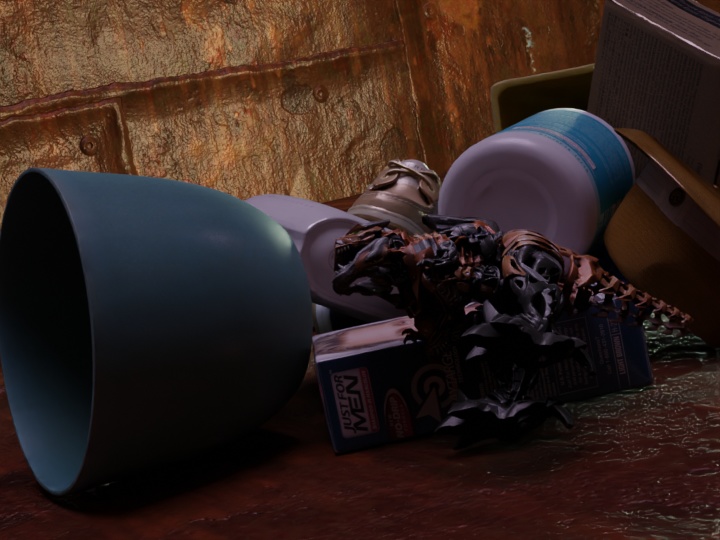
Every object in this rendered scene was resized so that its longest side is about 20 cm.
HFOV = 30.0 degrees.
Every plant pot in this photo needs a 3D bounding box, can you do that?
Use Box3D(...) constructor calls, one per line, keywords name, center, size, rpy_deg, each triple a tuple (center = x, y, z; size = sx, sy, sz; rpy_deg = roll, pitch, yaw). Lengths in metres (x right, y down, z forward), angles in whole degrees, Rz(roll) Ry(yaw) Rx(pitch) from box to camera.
Box3D(name="plant pot", center=(0.280, -0.117, 1.453), size=(0.195, 0.195, 0.200), rpy_deg=(-7, -1, 34))
Box3D(name="plant pot", center=(-0.127, 0.031, 0.862), size=(0.161, 0.201, 0.200), rpy_deg=(-5, 3, -29))

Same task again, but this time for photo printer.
Box3D(name="photo printer", center=(0.000, 0.000, 1.000), size=(0.200, 0.070, 0.166), rpy_deg=(20, -2, -26))

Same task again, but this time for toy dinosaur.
Box3D(name="toy dinosaur", center=(0.085, 0.015, 0.764), size=(0.200, 0.102, 0.136), rpy_deg=(-8, 43, 12))

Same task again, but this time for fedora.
Box3D(name="fedora", center=(0.226, -0.011, 0.901), size=(0.082, 0.201, 0.201), rpy_deg=(-50, -3, 14))

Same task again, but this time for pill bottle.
Box3D(name="pill bottle", center=(0.139, -0.059, 0.993), size=(0.111, 0.111, 0.200), rpy_deg=(-8, 11, 26))

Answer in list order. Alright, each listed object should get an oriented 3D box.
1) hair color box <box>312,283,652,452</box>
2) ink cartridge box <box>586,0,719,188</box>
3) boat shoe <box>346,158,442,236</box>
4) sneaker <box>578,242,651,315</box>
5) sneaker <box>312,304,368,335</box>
Box3D(name="hair color box", center=(0.072, 0.056, 0.853), size=(0.200, 0.061, 0.100), rpy_deg=(-12, 6, -3))
Box3D(name="ink cartridge box", center=(0.254, -0.101, 1.064), size=(0.075, 0.200, 0.165), rpy_deg=(-13, 35, -26))
Box3D(name="boat shoe", center=(0.034, -0.059, 1.113), size=(0.074, 0.069, 0.200), rpy_deg=(19, 2, 5))
Box3D(name="sneaker", center=(0.153, 0.012, 1.079), size=(0.070, 0.078, 0.200), rpy_deg=(-26, 37, -33))
Box3D(name="sneaker", center=(0.039, 0.022, 1.151), size=(0.108, 0.070, 0.200), rpy_deg=(-10, 4, 24))
